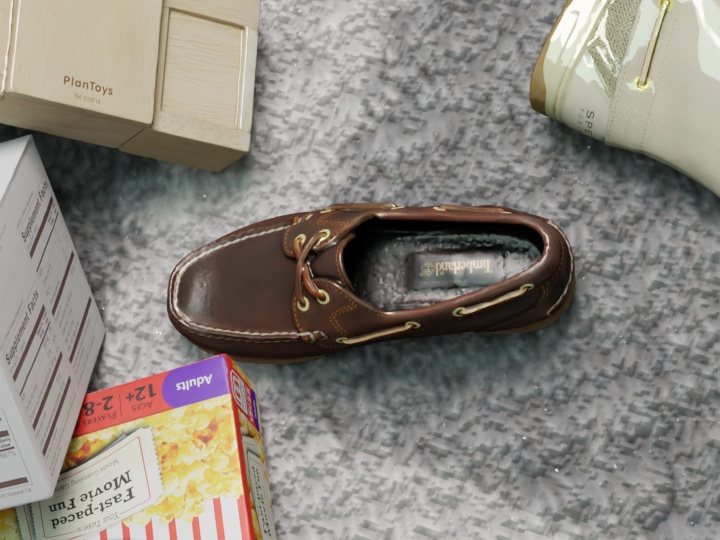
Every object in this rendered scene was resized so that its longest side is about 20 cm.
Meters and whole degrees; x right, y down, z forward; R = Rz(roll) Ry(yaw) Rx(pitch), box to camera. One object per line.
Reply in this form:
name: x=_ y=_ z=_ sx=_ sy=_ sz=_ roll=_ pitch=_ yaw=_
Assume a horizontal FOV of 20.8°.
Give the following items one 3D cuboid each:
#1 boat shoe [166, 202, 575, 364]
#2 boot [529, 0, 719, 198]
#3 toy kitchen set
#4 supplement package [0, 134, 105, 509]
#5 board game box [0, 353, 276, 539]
boat shoe: x=0.000 y=0.000 z=0.915 sx=0.198 sy=0.070 sz=0.071 roll=-8 pitch=76 yaw=11
boot: x=0.189 y=-0.127 z=0.903 sx=0.154 sy=0.072 sz=0.201 roll=31 pitch=90 yaw=18
toy kitchen set: x=-0.173 y=-0.135 z=0.983 sx=0.198 sy=0.180 sz=0.165 roll=12 pitch=73 yaw=-26
supplement package: x=-0.236 y=0.038 z=0.895 sx=0.198 sy=0.156 sz=0.112 roll=-13 pitch=116 yaw=8
board game box: x=-0.109 y=0.154 z=0.888 sx=0.150 sy=0.046 sz=0.202 roll=-17 pitch=60 yaw=11
